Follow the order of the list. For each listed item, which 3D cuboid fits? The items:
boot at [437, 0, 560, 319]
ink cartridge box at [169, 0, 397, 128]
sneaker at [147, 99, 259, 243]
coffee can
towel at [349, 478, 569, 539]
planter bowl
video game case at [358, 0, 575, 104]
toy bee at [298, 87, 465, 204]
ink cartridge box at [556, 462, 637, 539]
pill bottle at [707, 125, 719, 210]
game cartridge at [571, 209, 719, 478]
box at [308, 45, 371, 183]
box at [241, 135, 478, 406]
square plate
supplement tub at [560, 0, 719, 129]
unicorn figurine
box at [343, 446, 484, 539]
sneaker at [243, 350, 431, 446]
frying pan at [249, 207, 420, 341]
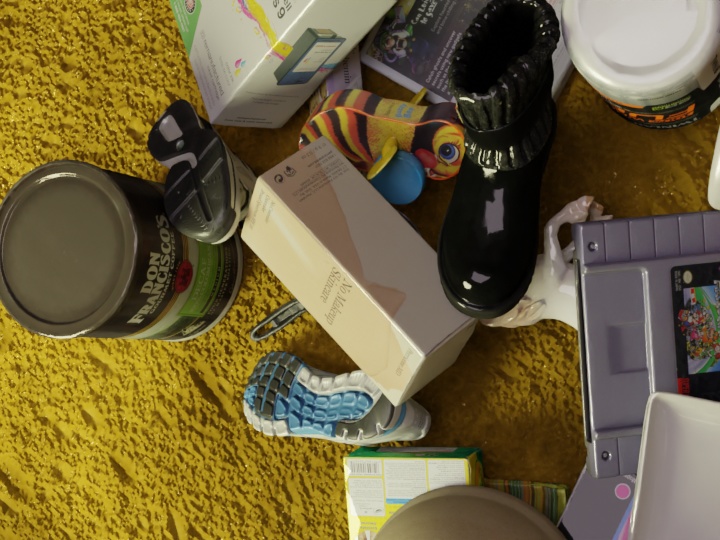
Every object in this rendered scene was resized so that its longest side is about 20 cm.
[{"bbox_3d":[0.101,-0.085,1.070,0.078,0.158,0.214,8,70,10],"label":"boot"},{"bbox_3d":[-0.071,-0.239,1.231,0.200,0.087,0.147,-40,62,42],"label":"ink cartridge box"},{"bbox_3d":[-0.113,-0.069,1.247,0.076,0.115,0.201,-45,34,12],"label":"sneaker"},{"bbox_3d":[-0.211,-0.012,1.261,0.145,0.200,0.148,-1,86,21],"label":"coffee can"},{"bbox_3d":[0.082,0.222,1.228,0.198,0.018,0.087,1,86,22],"label":"towel"},{"bbox_3d":[0.071,0.284,1.109,0.198,0.135,0.203,3,98,20],"label":"planter bowl"},{"bbox_3d":[0.117,-0.232,1.243,0.181,0.023,0.202,32,99,20],"label":"video game case"},{"bbox_3d":[0.053,-0.115,1.201,0.197,0.132,0.109,10,128,-14],"label":"toy bee"},{"bbox_3d":[0.192,0.253,1.164,0.094,0.037,0.202,26,96,11],"label":"ink cartridge box"},{"bbox_3d":[0.372,-0.082,1.081,0.198,0.109,0.111,13,91,16],"label":"pill bottle"},{"bbox_3d":[0.236,0.057,1.125,0.128,0.038,0.203,-5,95,-5],"label":"game cartridge"},{"bbox_3d":[-0.022,-0.155,1.275,0.041,0.038,0.203,-14,80,59],"label":"box"},{"bbox_3d":[0.000,0.000,1.157,0.077,0.095,0.200,-34,71,-31],"label":"box"},{"bbox_3d":[0.306,0.204,1.105,0.197,0.028,0.201,8,96,4],"label":"square plate"},{"bbox_3d":[0.229,-0.178,1.097,0.121,0.200,0.124,-1,86,19],"label":"supplement tub"},{"bbox_3d":[0.176,0.013,1.174,0.199,0.074,0.138,34,95,23],"label":"unicorn figurine"},{"bbox_3d":[0.052,0.253,1.209,0.116,0.048,0.203,-2,94,22],"label":"box"},{"bbox_3d":[-0.021,0.123,1.249,0.199,0.086,0.076,9,78,45],"label":"sneaker"},{"bbox_3d":[-0.032,0.000,1.259,0.188,0.031,0.116,-12,110,17],"label":"frying pan"}]
